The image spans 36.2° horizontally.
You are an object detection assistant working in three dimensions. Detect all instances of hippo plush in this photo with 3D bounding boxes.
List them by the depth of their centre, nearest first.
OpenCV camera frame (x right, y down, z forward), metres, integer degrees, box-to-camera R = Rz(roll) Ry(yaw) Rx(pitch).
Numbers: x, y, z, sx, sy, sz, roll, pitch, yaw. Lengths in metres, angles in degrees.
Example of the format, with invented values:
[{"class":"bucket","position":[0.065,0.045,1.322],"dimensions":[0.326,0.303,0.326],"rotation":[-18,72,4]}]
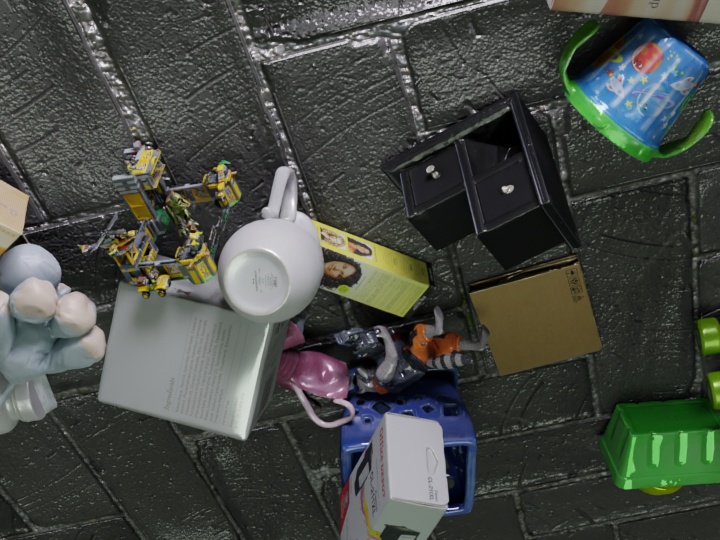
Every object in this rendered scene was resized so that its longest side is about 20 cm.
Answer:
[{"class":"hippo plush","position":[-0.400,0.055,1.402],"dimensions":[0.159,0.161,0.200],"rotation":[-2,128,-6]}]

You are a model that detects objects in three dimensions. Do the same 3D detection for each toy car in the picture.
[{"class":"toy car","position":[0.600,0.145,1.685],"dimensions":[0.164,0.158,0.200],"rotation":[-9,164,8]}]

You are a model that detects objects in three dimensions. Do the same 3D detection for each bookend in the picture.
[{"class":"bookend","position":[0.140,-0.082,1.333],"dimensions":[0.200,0.199,0.092],"rotation":[-26,134,20]}]

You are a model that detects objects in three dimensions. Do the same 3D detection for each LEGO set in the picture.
[{"class":"LEGO set","position":[-0.235,-0.078,1.322],"dimensions":[0.153,0.200,0.116],"rotation":[0,137,24]}]

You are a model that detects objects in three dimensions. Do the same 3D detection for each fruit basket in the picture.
[{"class":"fruit basket","position":[0.500,0.316,1.818],"dimensions":[0.215,0.156,0.216],"rotation":[-2,117,-3]}]

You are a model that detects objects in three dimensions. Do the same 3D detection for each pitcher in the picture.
[{"class":"pitcher","position":[-0.103,-0.032,1.336],"dimensions":[0.121,0.200,0.172],"rotation":[-3,102,10]}]

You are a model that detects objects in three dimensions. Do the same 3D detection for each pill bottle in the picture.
[{"class":"pill bottle","position":[-0.564,0.189,1.595],"dimensions":[0.200,0.109,0.109],"rotation":[-8,135,2]}]

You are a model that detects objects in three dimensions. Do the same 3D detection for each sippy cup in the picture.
[{"class":"sippy cup","position":[0.328,-0.218,1.277],"dimensions":[0.178,0.140,0.130],"rotation":[11,127,-50]}]

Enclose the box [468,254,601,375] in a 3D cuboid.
[{"class":"box","position":[0.259,0.070,1.622],"dimensions":[0.163,0.021,0.200],"rotation":[-16,134,10]}]

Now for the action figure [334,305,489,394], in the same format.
[{"class":"action figure","position":[0.059,0.121,1.546],"dimensions":[0.193,0.105,0.200],"rotation":[-32,157,33]}]

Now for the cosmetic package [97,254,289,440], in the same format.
[{"class":"cosmetic package","position":[-0.209,0.096,1.428],"dimensions":[0.200,0.167,0.167],"rotation":[14,104,3]}]

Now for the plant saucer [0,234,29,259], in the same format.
[{"class":"plant saucer","position":[-0.527,-0.028,1.437],"dimensions":[0.200,0.032,0.200],"rotation":[-3,136,-3]}]

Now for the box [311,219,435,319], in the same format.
[{"class":"box","position":[0.000,0.000,1.506],"dimensions":[0.200,0.050,0.075],"rotation":[19,130,-23]}]

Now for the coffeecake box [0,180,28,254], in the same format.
[{"class":"coffeecake box","position":[-0.530,-0.049,1.344],"dimensions":[0.200,0.073,0.153],"rotation":[-37,128,28]}]

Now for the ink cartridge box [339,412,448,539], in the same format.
[{"class":"ink cartridge box","position":[0.041,0.312,1.501],"dimensions":[0.083,0.146,0.200],"rotation":[13,131,-14]}]

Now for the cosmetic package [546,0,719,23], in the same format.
[{"class":"cosmetic package","position":[0.302,-0.333,1.179],"dimensions":[0.200,0.087,0.104],"rotation":[1,134,-7]}]

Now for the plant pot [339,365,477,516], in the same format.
[{"class":"plant pot","position":[0.066,0.250,1.670],"dimensions":[0.200,0.180,0.200],"rotation":[-3,135,-2]}]

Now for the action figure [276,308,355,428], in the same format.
[{"class":"action figure","position":[-0.115,0.139,1.567],"dimensions":[0.134,0.149,0.200],"rotation":[-33,135,30]}]
